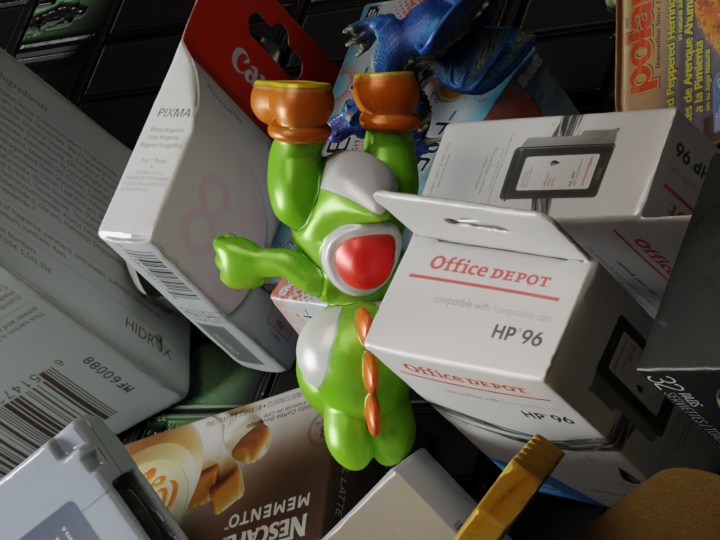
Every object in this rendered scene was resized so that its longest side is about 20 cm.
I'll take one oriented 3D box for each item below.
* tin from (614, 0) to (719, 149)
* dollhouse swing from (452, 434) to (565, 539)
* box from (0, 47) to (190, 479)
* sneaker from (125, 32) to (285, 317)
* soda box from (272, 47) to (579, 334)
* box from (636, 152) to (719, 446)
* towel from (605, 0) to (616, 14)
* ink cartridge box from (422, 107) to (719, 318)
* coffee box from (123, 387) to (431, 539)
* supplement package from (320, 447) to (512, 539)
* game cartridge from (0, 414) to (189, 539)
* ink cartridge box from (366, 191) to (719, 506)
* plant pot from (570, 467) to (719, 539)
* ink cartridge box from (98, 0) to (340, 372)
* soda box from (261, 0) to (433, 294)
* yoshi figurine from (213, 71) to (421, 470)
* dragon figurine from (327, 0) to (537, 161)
[{"bbox_3d":[0.189,-0.143,1.539,0.112,0.042,0.201,-18,57,36],"label":"tin"},{"bbox_3d":[-0.027,0.131,1.275,0.181,0.200,0.177,21,96,8],"label":"dollhouse swing"},{"bbox_3d":[-0.237,0.007,1.785,0.198,0.200,0.172,-29,41,28],"label":"box"},{"bbox_3d":[-0.092,-0.065,1.751,0.088,0.075,0.201,115,171,-47],"label":"sneaker"},{"bbox_3d":[0.040,-0.035,1.604,0.068,0.064,0.200,7,54,48],"label":"soda box"},{"bbox_3d":[0.257,0.029,1.303,0.199,0.148,0.125,-2,58,44],"label":"box"},{"bbox_3d":[0.241,-0.199,1.589,0.200,0.048,0.172,22,77,52],"label":"towel"},{"bbox_3d":[0.141,-0.025,1.493,0.199,0.116,0.068,0,61,45],"label":"ink cartridge box"},{"bbox_3d":[-0.067,0.144,1.596,0.199,0.080,0.115,-19,48,35],"label":"coffee box"},{"bbox_3d":[-0.007,0.201,1.432,0.200,0.114,0.110,-46,-5,8],"label":"supplement package"},{"bbox_3d":[-0.133,0.191,1.550,0.133,0.200,0.041,-37,-4,39],"label":"game cartridge"},{"bbox_3d":[0.086,0.043,1.403,0.116,0.200,0.068,8,66,41],"label":"ink cartridge box"},{"bbox_3d":[0.126,0.195,1.298,0.186,0.187,0.200,5,53,47],"label":"plant pot"},{"bbox_3d":[-0.062,-0.065,1.691,0.057,0.163,0.201,10,67,37],"label":"ink cartridge box"},{"bbox_3d":[0.012,-0.062,1.697,0.068,0.064,0.201,-3,58,44],"label":"soda box"},{"bbox_3d":[-0.008,0.000,1.478,0.112,0.112,0.201,-2,94,29],"label":"yoshi figurine"},{"bbox_3d":[0.055,-0.134,1.585,0.200,0.059,0.099,-42,32,-7],"label":"dragon figurine"}]
